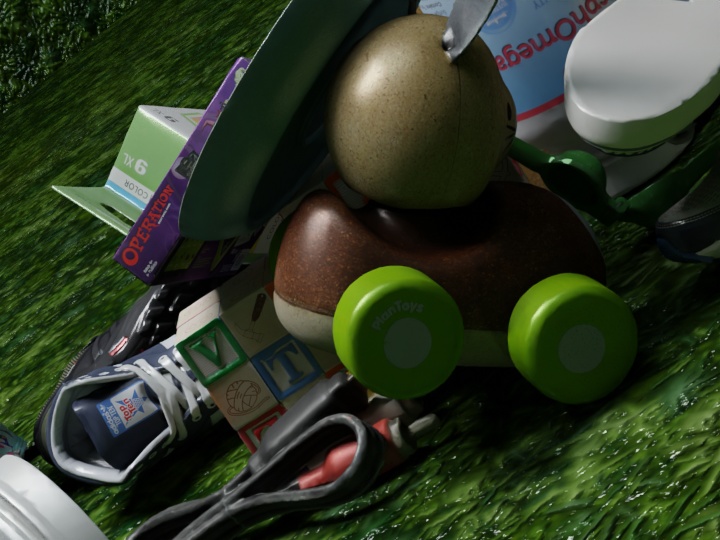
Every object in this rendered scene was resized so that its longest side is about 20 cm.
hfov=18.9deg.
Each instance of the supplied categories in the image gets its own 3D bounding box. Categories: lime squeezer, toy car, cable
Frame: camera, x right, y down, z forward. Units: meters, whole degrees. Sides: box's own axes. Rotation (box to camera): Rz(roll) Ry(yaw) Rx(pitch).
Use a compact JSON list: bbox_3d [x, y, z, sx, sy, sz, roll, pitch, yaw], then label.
[{"bbox_3d":[0.125,-0.058,1.081,0.198,0.071,0.038,3,-1,-15],"label":"lime squeezer"},{"bbox_3d":[0.044,-0.059,0.984,0.156,0.202,0.164,2,13,-16],"label":"toy car"},{"bbox_3d":[-0.040,0.113,1.058,0.200,0.050,0.097,-43,29,18],"label":"cable"}]

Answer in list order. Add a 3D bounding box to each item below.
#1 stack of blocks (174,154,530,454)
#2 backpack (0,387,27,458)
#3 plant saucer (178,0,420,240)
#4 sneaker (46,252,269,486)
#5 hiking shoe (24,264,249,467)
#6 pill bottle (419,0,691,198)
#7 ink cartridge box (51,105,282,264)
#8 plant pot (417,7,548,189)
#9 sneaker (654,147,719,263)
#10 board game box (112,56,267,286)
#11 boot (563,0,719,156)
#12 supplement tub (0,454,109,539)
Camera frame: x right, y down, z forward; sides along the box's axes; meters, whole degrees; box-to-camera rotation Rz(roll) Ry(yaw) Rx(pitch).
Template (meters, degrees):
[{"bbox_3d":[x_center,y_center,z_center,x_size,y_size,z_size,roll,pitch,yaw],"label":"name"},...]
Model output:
[{"bbox_3d":[0.000,0.000,1.135,0.199,0.116,0.059,-33,14,8],"label":"stack of blocks"},{"bbox_3d":[-0.290,0.119,1.302,0.178,0.150,0.200,-50,20,8],"label":"backpack"},{"bbox_3d":[-0.020,-0.093,1.041,0.201,0.027,0.200,-54,-6,-9],"label":"plant saucer"},{"bbox_3d":[-0.091,0.055,1.207,0.199,0.070,0.108,-36,-5,25],"label":"sneaker"},{"bbox_3d":[-0.137,0.048,1.365,0.200,0.076,0.100,-42,20,-24],"label":"hiking shoe"},{"bbox_3d":[0.099,-0.139,1.183,0.108,0.201,0.109,-32,14,9],"label":"pill bottle"},{"bbox_3d":[-0.085,-0.052,1.332,0.199,0.103,0.060,-2,-59,-60],"label":"ink cartridge box"},{"bbox_3d":[0.046,-0.142,1.316,0.186,0.201,0.187,-32,13,9],"label":"plant pot"},{"bbox_3d":[0.203,-0.082,1.000,0.200,0.085,0.077,-39,15,-14],"label":"sneaker"},{"bbox_3d":[-0.065,-0.051,1.142,0.120,0.032,0.200,-53,-6,6],"label":"board game box"},{"bbox_3d":[0.144,-0.087,1.016,0.072,0.091,0.200,14,38,18],"label":"boot"},{"bbox_3d":[-0.184,0.186,0.894,0.200,0.145,0.144,-40,15,-21],"label":"supplement tub"}]
